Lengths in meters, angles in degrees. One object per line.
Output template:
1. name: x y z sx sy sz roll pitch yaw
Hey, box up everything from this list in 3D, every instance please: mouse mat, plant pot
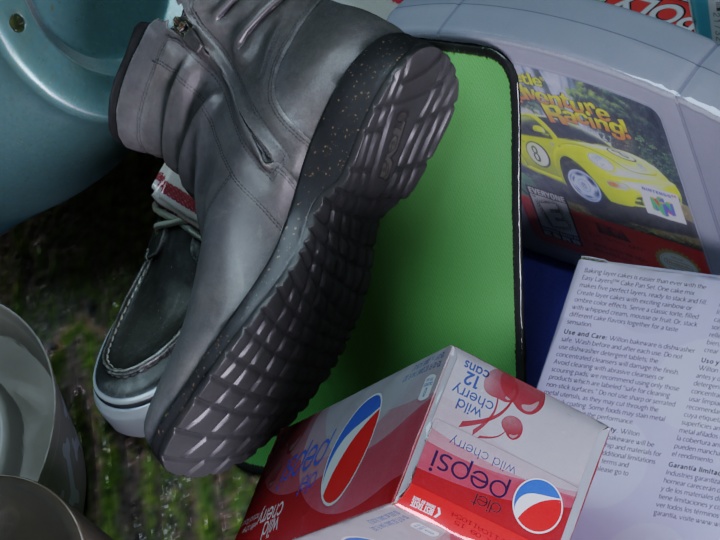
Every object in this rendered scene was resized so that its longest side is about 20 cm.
1. mouse mat: 0.000 0.000 1.088 0.160 0.201 0.008 9 19 34
2. plant pot: -0.162 -0.118 1.207 0.187 0.200 0.201 -12 45 50

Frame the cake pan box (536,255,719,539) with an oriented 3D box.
1. cake pan box: 0.147 0.095 0.978 0.199 0.052 0.185 7 69 30

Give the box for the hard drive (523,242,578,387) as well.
1. hard drive: 0.122 0.002 1.112 0.131 0.025 0.200 18 64 38

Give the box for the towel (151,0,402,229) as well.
1. towel: 0.009 -0.076 1.186 0.144 0.023 0.201 30 64 -4

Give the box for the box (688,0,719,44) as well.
1. box: 0.183 -0.149 1.104 0.049 0.083 0.200 4 40 21

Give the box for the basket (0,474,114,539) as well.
1. basket: -0.106 0.176 0.969 0.179 0.200 0.137 -20 46 13

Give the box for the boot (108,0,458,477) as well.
1. boot: -0.055 -0.029 1.056 0.131 0.070 0.201 32 92 33

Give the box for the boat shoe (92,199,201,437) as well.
1. boat shoe: -0.065 -0.019 1.200 0.072 0.071 0.200 16 62 37

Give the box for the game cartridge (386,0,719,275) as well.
1. game cartridge: 0.101 -0.050 1.054 0.199 0.134 0.041 19 53 39

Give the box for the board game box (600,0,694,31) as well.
1. board game box: 0.174 -0.116 1.156 0.199 0.029 0.134 22 49 39

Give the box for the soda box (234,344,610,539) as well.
1. soda box: 0.016 0.086 0.991 0.064 0.070 0.200 -68 13 -19

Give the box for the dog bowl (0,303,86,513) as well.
1. dog bowl: -0.212 0.106 1.187 0.199 0.059 0.201 -16 47 17
